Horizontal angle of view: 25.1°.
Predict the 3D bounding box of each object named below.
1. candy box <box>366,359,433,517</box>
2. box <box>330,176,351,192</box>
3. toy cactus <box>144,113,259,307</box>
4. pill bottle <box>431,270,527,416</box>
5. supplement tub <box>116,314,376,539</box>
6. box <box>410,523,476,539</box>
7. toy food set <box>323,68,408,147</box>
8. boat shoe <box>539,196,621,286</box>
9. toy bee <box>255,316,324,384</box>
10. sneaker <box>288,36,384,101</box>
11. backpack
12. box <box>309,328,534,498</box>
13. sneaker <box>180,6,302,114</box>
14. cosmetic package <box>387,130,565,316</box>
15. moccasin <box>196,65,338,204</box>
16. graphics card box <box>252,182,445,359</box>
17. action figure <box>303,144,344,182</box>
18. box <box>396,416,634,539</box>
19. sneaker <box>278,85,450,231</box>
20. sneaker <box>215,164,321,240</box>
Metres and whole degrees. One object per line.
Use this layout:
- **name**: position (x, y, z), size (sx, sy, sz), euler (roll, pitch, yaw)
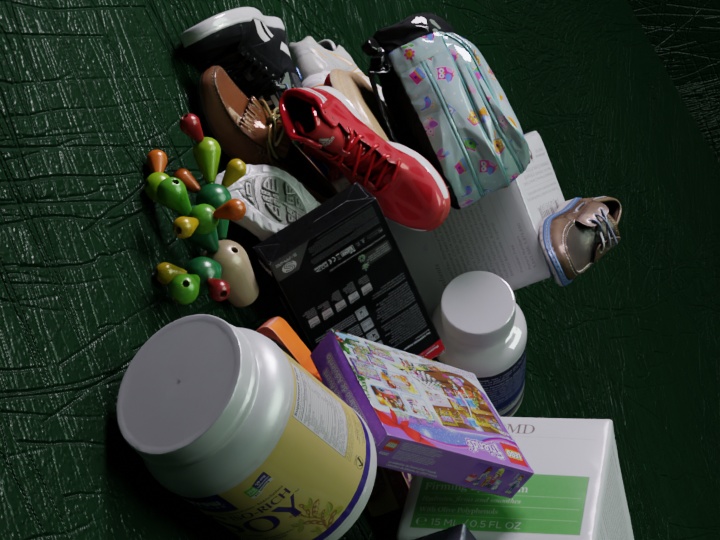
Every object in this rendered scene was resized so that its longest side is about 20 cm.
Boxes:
- **candy box**: position (0.044, 0.171, 1.719), size (0.117, 0.056, 0.200), euler (68, 21, -2)
- **box**: position (0.000, 0.000, 1.755), size (0.201, 0.068, 0.082), euler (68, 22, -2)
- **toy cactus**: position (-0.132, -0.034, 1.481), size (0.201, 0.102, 0.165), euler (-101, 166, -45)
- **pill bottle**: position (0.133, 0.088, 1.825), size (0.200, 0.110, 0.112), euler (84, 0, -57)
- **supplement tub**: position (-0.092, 0.136, 1.330), size (0.200, 0.145, 0.146), euler (43, 33, -45)
- **box**: position (0.077, 0.353, 1.516), size (0.200, 0.147, 0.105), euler (53, 28, -30)
- **toy food set**: position (0.020, -0.131, 1.767), size (0.198, 0.049, 0.201), euler (44, 18, -47)
- **boat shoe**: position (0.256, -0.046, 1.845), size (0.073, 0.072, 0.200), euler (63, 24, -15)
- **toy bee**: position (-0.044, 0.146, 1.512), size (0.200, 0.109, 0.131), euler (49, 22, 22)
- **sneaker**: position (-0.018, -0.227, 1.916), size (0.200, 0.075, 0.093), euler (18, 49, -63)
- **backpack**: position (0.097, -0.171, 1.761), size (0.201, 0.126, 0.167), euler (63, 10, 15)
- **box**: position (0.058, 0.135, 1.501), size (0.199, 0.039, 0.137), euler (20, 29, -40)
- **sneaker**: position (-0.110, -0.209, 1.686), size (0.112, 0.073, 0.200), euler (67, 21, 1)
- **cosmetic package**: position (0.132, -0.050, 1.922), size (0.166, 0.199, 0.165), euler (69, 23, -1)
- **moccasin**: position (-0.091, -0.127, 1.643), size (0.202, 0.077, 0.074), euler (53, 28, -17)
- **graphics card box**: position (-0.009, 0.029, 1.584), size (0.051, 0.125, 0.201), euler (45, -16, 55)
- **action figure**: position (-0.015, -0.094, 1.814), size (0.052, 0.065, 0.201), euler (-29, 98, -45)
- **box**: position (0.162, 0.273, 1.626), size (0.172, 0.198, 0.201), euler (-70, 153, -47)
- **sneaker**: position (-0.008, -0.108, 1.591), size (0.200, 0.079, 0.115), euler (38, 16, 17)
- **sneaker**: position (-0.072, -0.036, 1.621), size (0.199, 0.099, 0.078), euler (25, 54, -24)
